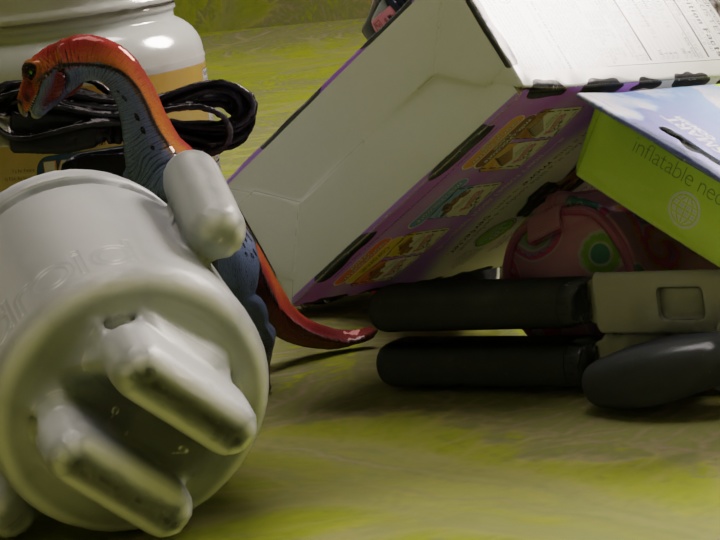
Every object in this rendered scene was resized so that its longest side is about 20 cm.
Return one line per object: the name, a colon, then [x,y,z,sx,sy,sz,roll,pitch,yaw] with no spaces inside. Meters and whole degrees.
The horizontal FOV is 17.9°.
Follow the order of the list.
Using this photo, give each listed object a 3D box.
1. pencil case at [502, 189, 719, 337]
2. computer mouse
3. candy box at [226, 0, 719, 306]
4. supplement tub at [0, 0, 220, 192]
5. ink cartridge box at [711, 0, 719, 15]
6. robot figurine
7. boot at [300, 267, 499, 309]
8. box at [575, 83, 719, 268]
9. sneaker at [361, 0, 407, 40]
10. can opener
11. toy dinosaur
pencil case: [0.157,-0.015,1.115,0.087,0.088,0.200,2,15,43]
computer mouse: [-0.122,-0.015,1.179,0.138,0.200,0.053,0,50,-3]
candy box: [0.064,-0.067,1.073,0.200,0.072,0.168,-10,-26,-51]
supplement tub: [-0.155,-0.070,1.337,0.144,0.201,0.145,-8,10,1]
ink cartridge box: [0.177,-0.085,1.315,0.199,0.148,0.146,-11,10,-12]
robot figurine: [-0.106,0.028,0.922,0.170,0.113,0.200,-49,30,4]
boot: [0.000,0.000,1.237,0.144,0.073,0.200,-27,15,19]
box: [0.190,-0.040,1.019,0.122,0.048,0.199,35,28,33]
sneaker: [0.048,-0.166,1.360,0.082,0.070,0.200,-44,2,-6]
can opener: [0.082,0.031,1.011,0.199,0.054,0.067,-2,11,35]
toy dinosaur: [-0.097,-0.029,1.113,0.105,0.183,0.200,-1,11,36]
